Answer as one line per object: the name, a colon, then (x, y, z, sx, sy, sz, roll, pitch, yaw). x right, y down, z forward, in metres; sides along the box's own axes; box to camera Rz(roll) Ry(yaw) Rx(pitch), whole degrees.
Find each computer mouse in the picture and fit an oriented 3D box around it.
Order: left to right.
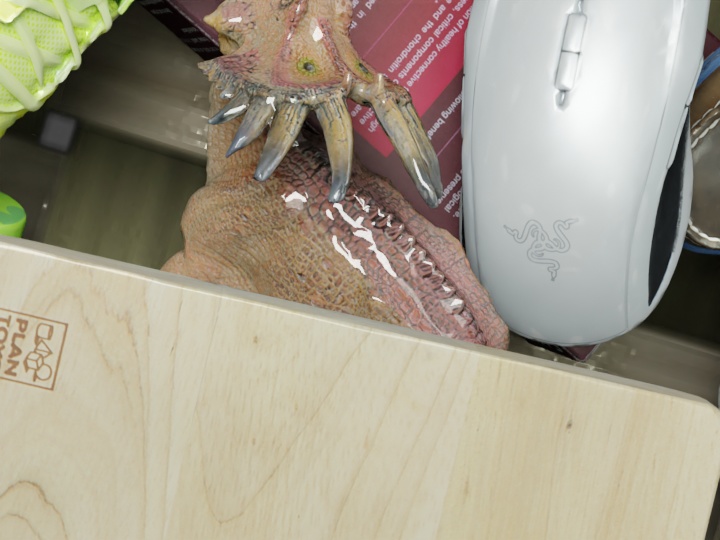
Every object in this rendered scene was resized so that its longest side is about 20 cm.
computer mouse: (0.069, -0.075, 0.724, 0.110, 0.044, 0.200, 7, 95, 15)

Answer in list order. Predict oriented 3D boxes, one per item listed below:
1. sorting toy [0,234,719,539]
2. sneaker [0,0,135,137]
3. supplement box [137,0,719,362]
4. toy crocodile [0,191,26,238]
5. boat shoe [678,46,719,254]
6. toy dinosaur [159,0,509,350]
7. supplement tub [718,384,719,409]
sorting toy: (-0.026, 0.107, 0.661, 0.199, 0.070, 0.200, 13, 95, -3)
sneaker: (-0.086, -0.094, 0.687, 0.200, 0.076, 0.075, -63, 148, -11)
supplement box: (0.024, -0.076, 0.783, 0.200, 0.061, 0.109, 41, 84, -13)
toy crocodile: (-0.166, -0.004, 0.742, 0.200, 0.062, 0.068, 13, 108, -10)
boat shoe: (0.174, -0.060, 0.732, 0.200, 0.072, 0.072, -29, 103, 10)
toy dinosaur: (0.000, 0.000, 0.711, 0.200, 0.136, 0.086, 47, 44, -12)
supplement tub: (0.191, 0.085, 0.795, 0.145, 0.145, 0.200, -8, 97, -14)
